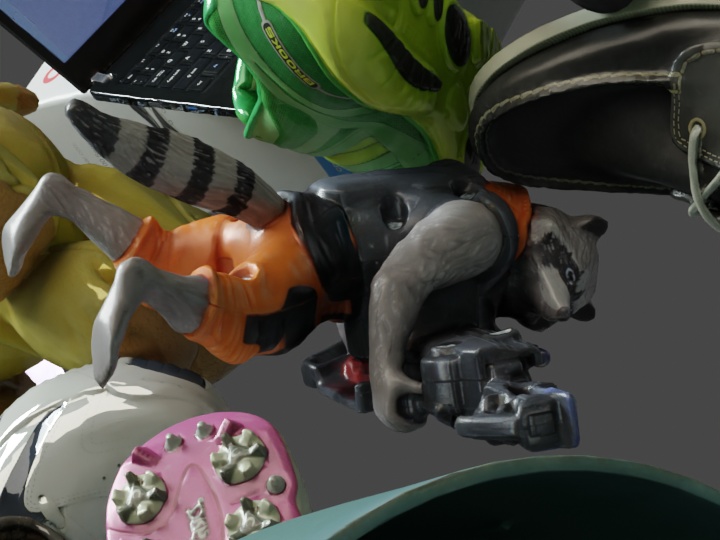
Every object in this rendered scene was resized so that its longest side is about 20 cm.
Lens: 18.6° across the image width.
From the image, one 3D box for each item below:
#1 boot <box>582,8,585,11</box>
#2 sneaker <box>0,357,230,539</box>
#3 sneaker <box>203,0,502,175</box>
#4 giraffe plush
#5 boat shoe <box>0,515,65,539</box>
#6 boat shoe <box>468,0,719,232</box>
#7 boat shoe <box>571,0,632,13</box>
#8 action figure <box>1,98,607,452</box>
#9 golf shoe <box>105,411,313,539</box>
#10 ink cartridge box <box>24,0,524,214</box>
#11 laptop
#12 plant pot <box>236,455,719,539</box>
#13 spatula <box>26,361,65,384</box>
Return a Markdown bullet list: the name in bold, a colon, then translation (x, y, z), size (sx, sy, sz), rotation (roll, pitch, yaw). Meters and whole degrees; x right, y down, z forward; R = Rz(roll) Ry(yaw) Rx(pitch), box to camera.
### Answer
- **boot**: translation (0.158, -0.116, 0.802), size (0.200, 0.066, 0.165), rotation (-47, 18, -28)
- **sneaker**: translation (-0.126, 0.122, 0.768), size (0.198, 0.080, 0.130), rotation (-26, 36, 10)
- **sneaker**: translation (0.001, -0.070, 0.793), size (0.083, 0.200, 0.075), rotation (10, 74, 20)
- **giraffe plush**: translation (-0.159, 0.025, 0.878), size (0.163, 0.200, 0.172), rotation (-57, -15, 12)
- **boat shoe**: translation (-0.108, 0.132, 0.628), size (0.071, 0.061, 0.201), rotation (3, 15, -7)
- **boat shoe**: translation (0.125, -0.045, 0.702), size (0.199, 0.072, 0.068), rotation (1, 49, 22)
- **boat shoe**: translation (0.063, -0.156, 0.760), size (0.072, 0.065, 0.201), rotation (-25, 34, 14)
- **action figure**: translation (0.000, 0.000, 0.716), size (0.192, 0.105, 0.200), rotation (0, 5, -25)
- **golf shoe**: translation (-0.027, 0.143, 0.641), size (0.075, 0.092, 0.201), rotation (-12, 57, 13)
- **ink cartridge box**: translation (-0.039, -0.105, 0.990), size (0.199, 0.084, 0.145), rotation (-8, 40, 40)
- **laptop**: translation (-0.067, -0.163, 0.912), size (0.199, 0.103, 0.177), rotation (11, 55, 51)
- **plant pot**: translation (0.003, 0.145, 0.478), size (0.201, 0.201, 0.161), rotation (-51, 18, -25)
- **spatula**: translation (-0.167, 0.021, 1.016), size (0.056, 0.021, 0.200), rotation (-39, 27, 8)
